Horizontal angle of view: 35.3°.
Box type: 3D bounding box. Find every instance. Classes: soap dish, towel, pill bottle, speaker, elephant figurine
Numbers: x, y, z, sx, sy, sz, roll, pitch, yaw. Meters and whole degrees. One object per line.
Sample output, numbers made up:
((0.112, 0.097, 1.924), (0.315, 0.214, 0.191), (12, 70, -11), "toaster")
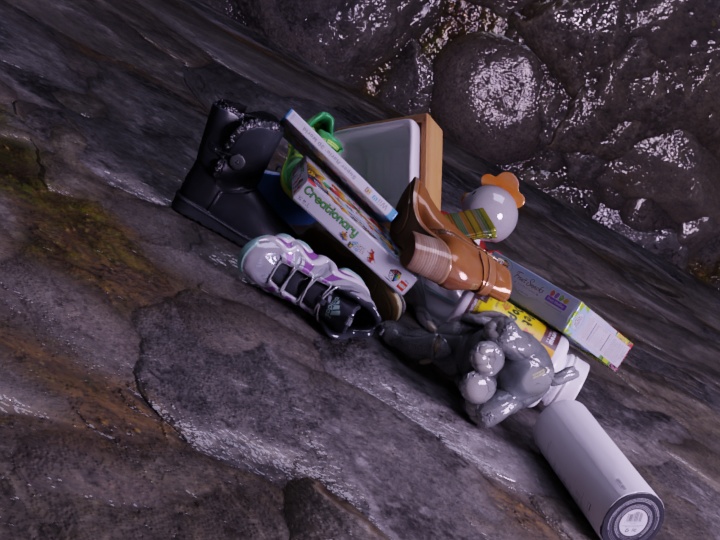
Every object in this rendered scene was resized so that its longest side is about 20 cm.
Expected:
((0.039, -0.143, 1.703), (0.080, 0.161, 0.198), (4, -5, -43), "soap dish")
((0.097, -0.052, 1.661), (0.196, 0.018, 0.086), (-11, 27, -3), "towel")
((0.207, 0.111, 1.539), (0.198, 0.110, 0.109), (31, 15, 5), "pill bottle")
((0.273, 0.235, 1.324), (0.080, 0.082, 0.200), (22, 16, -23), "speaker")
((0.144, 0.103, 1.439), (0.156, 0.141, 0.200), (51, -10, -25), "elephant figurine")

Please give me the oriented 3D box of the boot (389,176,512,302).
((0.125, -0.041, 1.526), (0.153, 0.077, 0.201), (20, 26, -18), "boot")

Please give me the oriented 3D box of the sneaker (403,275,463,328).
((0.089, 0.018, 1.682), (0.070, 0.081, 0.200), (9, 24, -47), "sneaker")

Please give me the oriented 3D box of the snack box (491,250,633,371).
((0.275, 0.056, 1.610), (0.142, 0.053, 0.199), (36, 0, -38), "snack box")

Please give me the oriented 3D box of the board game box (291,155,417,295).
((-0.010, -0.062, 1.509), (0.199, 0.035, 0.127), (42, 13, -17), "board game box")

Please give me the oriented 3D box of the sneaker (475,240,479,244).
((0.081, -0.048, 1.732), (0.197, 0.077, 0.081), (1, 20, 35), "sneaker")

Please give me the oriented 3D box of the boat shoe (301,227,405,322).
((0.000, 0.000, 1.561), (0.064, 0.074, 0.200), (-12, 44, -44), "boat shoe")

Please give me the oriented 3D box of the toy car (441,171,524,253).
((0.188, -0.083, 1.895), (0.176, 0.202, 0.184), (33, 5, 16), "toy car")

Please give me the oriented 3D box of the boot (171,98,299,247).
((-0.139, -0.122, 1.534), (0.198, 0.170, 0.077), (26, 16, -11), "boot")

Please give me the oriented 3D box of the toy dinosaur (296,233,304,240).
((-0.028, -0.023, 1.667), (0.197, 0.048, 0.088), (25, 22, -5), "toy dinosaur")

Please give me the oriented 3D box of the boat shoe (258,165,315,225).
((-0.150, -0.134, 1.723), (0.198, 0.085, 0.069), (26, 12, -22), "boat shoe")

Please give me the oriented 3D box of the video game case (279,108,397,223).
((-0.037, -0.140, 1.570), (0.200, 0.018, 0.143), (44, -7, -8), "video game case")

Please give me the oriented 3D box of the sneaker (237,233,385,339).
((-0.050, 0.029, 1.389), (0.198, 0.079, 0.140), (19, 17, -32), "sneaker")

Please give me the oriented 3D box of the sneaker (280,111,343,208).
((-0.071, -0.166, 1.684), (0.073, 0.083, 0.202), (27, 40, -28), "sneaker")
